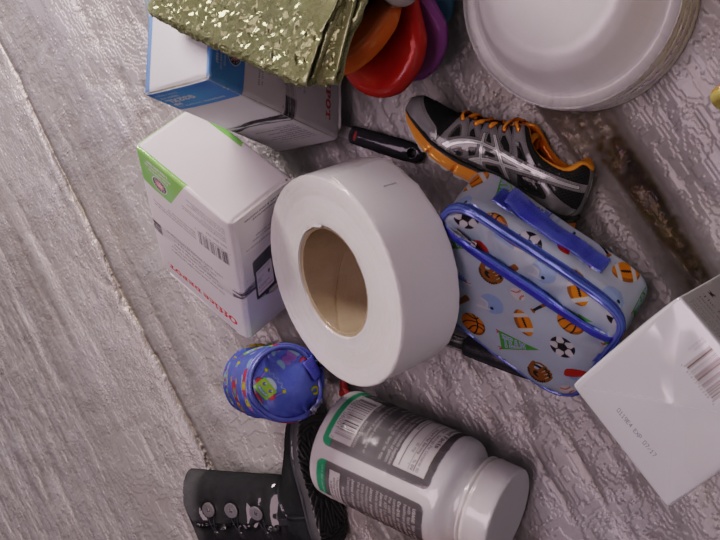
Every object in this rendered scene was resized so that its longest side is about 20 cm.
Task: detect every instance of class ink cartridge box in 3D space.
[{"bbox_3d":[-0.145,-0.046,1.062,0.145,0.084,0.201,38,152,23],"label":"ink cartridge box"},{"bbox_3d":[-0.108,-0.215,0.985,0.083,0.199,0.147,-8,77,33],"label":"ink cartridge box"}]

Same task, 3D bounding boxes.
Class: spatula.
[{"bbox_3d":[0.087,0.069,1.001,0.198,0.021,0.057,17,97,17],"label":"spatula"},{"bbox_3d":[-0.020,-0.146,1.061,0.198,0.020,0.057,22,105,28],"label":"spatula"}]

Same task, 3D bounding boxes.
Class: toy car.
[{"bbox_3d":[0.019,-0.238,0.930,0.174,0.200,0.151,-21,105,38],"label":"toy car"}]

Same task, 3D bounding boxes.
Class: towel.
[{"bbox_3d":[-0.080,-0.243,0.838,0.198,0.036,0.150,25,98,23],"label":"towel"}]

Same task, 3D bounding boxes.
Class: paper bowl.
[{"bbox_3d":[0.181,-0.240,0.871,0.199,0.104,0.204,4,98,32],"label":"paper bowl"}]

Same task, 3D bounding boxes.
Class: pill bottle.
[{"bbox_3d":[0.058,0.204,1.006,0.198,0.113,0.115,20,107,29],"label":"pill bottle"}]

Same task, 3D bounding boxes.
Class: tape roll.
[{"bbox_3d":[0.000,0.000,0.936,0.202,0.070,0.205,32,132,44],"label":"tape roll"}]

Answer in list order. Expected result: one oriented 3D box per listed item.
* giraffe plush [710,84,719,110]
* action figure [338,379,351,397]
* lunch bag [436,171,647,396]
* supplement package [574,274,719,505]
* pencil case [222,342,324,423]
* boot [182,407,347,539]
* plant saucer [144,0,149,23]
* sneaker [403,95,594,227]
[{"bbox_3d":[0.364,-0.120,0.753,0.162,0.198,0.174,-25,87,61],"label":"giraffe plush"},{"bbox_3d":[-0.023,0.040,1.066,0.052,0.065,0.203,-150,61,-70],"label":"action figure"},{"bbox_3d":[0.145,0.010,0.904,0.199,0.076,0.161,34,146,13],"label":"lunch bag"},{"bbox_3d":[0.273,0.080,0.798,0.110,0.199,0.114,-46,74,29],"label":"supplement package"},{"bbox_3d":[-0.092,0.114,1.058,0.079,0.086,0.200,67,164,-2],"label":"pencil case"},{"bbox_3d":[-0.119,0.236,1.160,0.198,0.065,0.167,-7,91,38],"label":"boot"},{"bbox_3d":[-0.185,-0.275,1.047,0.027,0.200,0.203,-4,95,8],"label":"plant saucer"},{"bbox_3d":[0.129,-0.112,0.943,0.199,0.078,0.078,35,114,13],"label":"sneaker"}]
